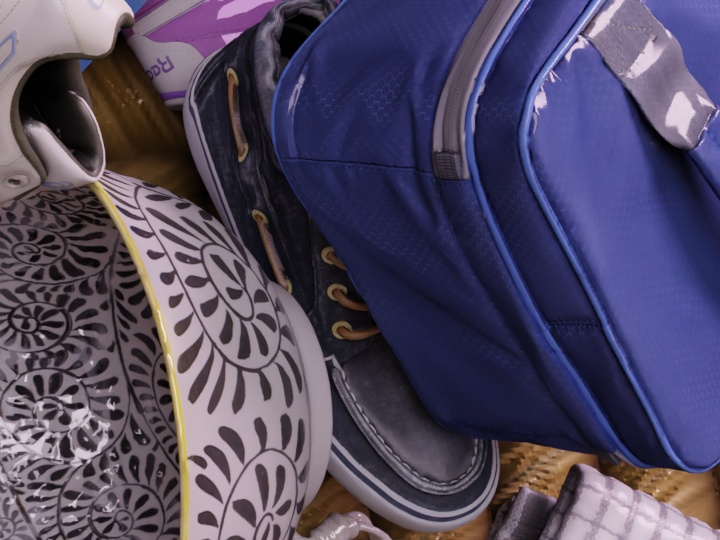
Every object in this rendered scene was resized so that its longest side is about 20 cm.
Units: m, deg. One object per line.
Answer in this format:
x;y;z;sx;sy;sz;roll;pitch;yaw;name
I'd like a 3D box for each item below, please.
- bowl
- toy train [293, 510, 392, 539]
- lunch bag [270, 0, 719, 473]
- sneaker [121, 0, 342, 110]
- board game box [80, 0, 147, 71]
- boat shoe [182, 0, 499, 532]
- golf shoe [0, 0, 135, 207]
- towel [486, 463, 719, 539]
-0.071;0.051;1.059;0.094;0.201;0.202;-7;80;-32;bowl
0.021;0.023;1.156;0.150;0.056;0.200;39;70;-6;toy train
0.082;-0.022;1.020;0.136;0.132;0.200;-53;128;-27;lunch bag
-0.001;-0.123;1.178;0.200;0.073;0.115;-23;89;-9;sneaker
-0.127;-0.164;1.111;0.158;0.200;0.039;45;29;-2;board game box
0.000;0.000;1.078;0.071;0.091;0.201;-27;87;-23;boat shoe
-0.137;-0.037;0.986;0.097;0.200;0.078;28;47;1;golf shoe
0.101;0.194;1.132;0.165;0.086;0.201;25;74;-9;towel
